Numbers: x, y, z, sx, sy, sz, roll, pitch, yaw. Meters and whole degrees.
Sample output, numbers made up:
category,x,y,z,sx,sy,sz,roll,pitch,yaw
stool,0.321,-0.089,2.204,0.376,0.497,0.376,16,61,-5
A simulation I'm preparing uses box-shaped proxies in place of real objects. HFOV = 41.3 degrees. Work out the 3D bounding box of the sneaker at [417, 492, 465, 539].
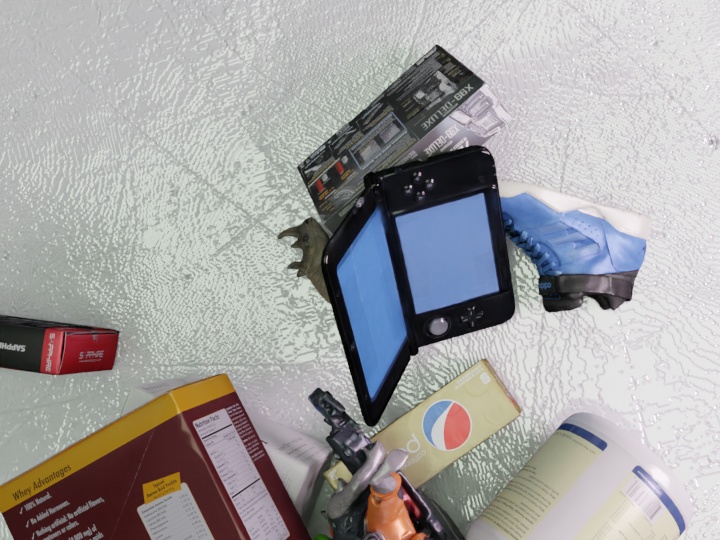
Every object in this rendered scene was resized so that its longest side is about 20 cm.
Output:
category,x,y,z,sx,sy,sz,roll,pitch,yaw
sneaker,0.085,0.321,0.949,0.080,0.070,0.201,-29,82,12

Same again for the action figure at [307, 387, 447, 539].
category,x,y,z,sx,sy,sz,roll,pitch,yaw
action figure,0.001,0.205,0.847,0.104,0.193,0.200,-39,90,-22

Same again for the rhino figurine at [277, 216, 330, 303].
category,x,y,z,sx,sy,sz,roll,pitch,yaw
rhino figurine,0.000,0.000,0.989,0.199,0.060,0.088,22,88,14

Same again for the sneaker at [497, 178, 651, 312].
category,x,y,z,sx,sy,sz,roll,pitch,yaw
sneaker,0.179,-0.018,0.928,0.198,0.077,0.112,13,87,-10

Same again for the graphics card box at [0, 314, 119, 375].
category,x,y,z,sx,sy,sz,roll,pitch,yaw
graphics card box,-0.380,0.076,1.031,0.198,0.125,0.051,7,89,11

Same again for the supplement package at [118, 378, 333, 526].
category,x,y,z,sx,sy,sz,roll,pitch,yaw
supplement package,-0.146,0.205,0.976,0.199,0.121,0.121,22,92,11

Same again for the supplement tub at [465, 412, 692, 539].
category,x,y,z,sx,sy,sz,roll,pitch,yaw
supplement tub,0.187,0.246,0.869,0.145,0.145,0.200,43,77,11

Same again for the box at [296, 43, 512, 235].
category,x,y,z,sx,sy,sz,roll,pitch,yaw
box,0.036,-0.125,0.940,0.200,0.158,0.050,-40,118,7

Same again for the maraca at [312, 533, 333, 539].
category,x,y,z,sx,sy,sz,roll,pitch,yaw
maraca,-0.046,0.343,0.951,0.137,0.107,0.200,36,98,-29

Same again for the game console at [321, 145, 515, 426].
category,x,y,z,sx,sy,sz,roll,pitch,yaw
game console,0.061,0.016,0.858,0.174,0.117,0.201,-15,125,-2

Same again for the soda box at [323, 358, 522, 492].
category,x,y,z,sx,sy,sz,roll,pitch,yaw
soda box,0.063,0.173,0.964,0.199,0.064,0.068,-36,81,7

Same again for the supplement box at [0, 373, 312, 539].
category,x,y,z,sx,sy,sz,roll,pitch,yaw
supplement box,-0.178,0.230,0.852,0.196,0.133,0.201,-29,84,12
